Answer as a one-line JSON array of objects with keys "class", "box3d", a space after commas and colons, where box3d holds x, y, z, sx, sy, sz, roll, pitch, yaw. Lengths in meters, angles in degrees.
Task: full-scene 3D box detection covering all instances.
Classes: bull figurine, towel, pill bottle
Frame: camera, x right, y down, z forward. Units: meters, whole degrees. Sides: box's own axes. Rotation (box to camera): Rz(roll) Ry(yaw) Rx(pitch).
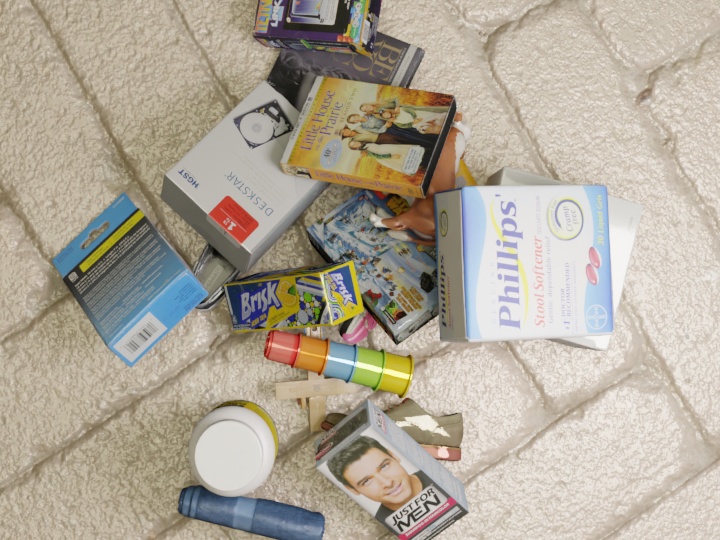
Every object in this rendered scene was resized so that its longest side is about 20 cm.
[{"class": "bull figurine", "box3d": [0.079, -0.123, 1.609, 0.119, 0.065, 0.203, -1, 58, 12]}, {"class": "towel", "box3d": [-0.141, 0.323, 1.651, 0.197, 0.112, 0.049, 14, 78, -1]}, {"class": "pill bottle", "box3d": [-0.163, 0.228, 1.610, 0.110, 0.200, 0.115, 0, 87, -2]}]

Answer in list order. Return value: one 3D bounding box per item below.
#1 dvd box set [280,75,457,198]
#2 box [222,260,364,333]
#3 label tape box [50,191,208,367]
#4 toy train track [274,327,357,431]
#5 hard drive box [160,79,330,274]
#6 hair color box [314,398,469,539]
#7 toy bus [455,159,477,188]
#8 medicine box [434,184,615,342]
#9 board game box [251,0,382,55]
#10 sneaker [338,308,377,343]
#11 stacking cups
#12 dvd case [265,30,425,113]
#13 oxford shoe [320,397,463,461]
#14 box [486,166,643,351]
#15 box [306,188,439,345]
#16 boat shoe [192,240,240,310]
[{"class": "dvd box set", "box3d": [0.011, -0.174, 1.602, 0.197, 0.030, 0.148, 12, 63, 22]}, {"class": "box", "box3d": [-0.089, 0.035, 1.616, 0.064, 0.198, 0.071, -20, 99, -44]}, {"class": "label tape box", "box3d": [-0.310, 0.009, 1.671, 0.144, 0.063, 0.200, -42, 49, -2]}, {"class": "toy train track", "box3d": [-0.064, 0.114, 1.695, 0.113, 0.033, 0.204, -3, 95, -14]}, {"class": "hard drive box", "box3d": [-0.141, -0.124, 1.651, 0.155, 0.077, 0.200, 40, 65, 3]}, {"class": "hair color box", "box3d": [0.041, 0.270, 1.633, 0.099, 0.061, 0.200, -39, 115, 17]}, {"class": "toy bus", "box3d": [0.084, -0.162, 1.700, 0.078, 0.065, 0.202, -31, 89, -3]}, {"class": "medicine box", "box3d": [0.197, -0.009, 1.526, 0.196, 0.103, 0.186, -2, 89, -19]}, {"class": "board game box", "box3d": [-0.049, -0.398, 1.680, 0.163, 0.057, 0.204, 9, 86, 24]}, {"class": "sneaker", "box3d": [0.000, 0.000, 1.682, 0.086, 0.074, 0.203, 17, 73, 13]}, {"class": "stacking cups", "box3d": [-0.029, 0.115, 1.660, 0.197, 0.060, 0.062, 17, 87, -12]}, {"class": "dvd case", "box3d": [-0.028, -0.263, 1.685, 0.198, 0.016, 0.150, 26, 87, 24]}, {"class": "oxford shoe", "box3d": [0.044, 0.207, 1.688, 0.196, 0.070, 0.076, 11, 84, -12]}, {"class": "box", "box3d": [0.248, -0.014, 1.667, 0.196, 0.131, 0.203, 15, 88, -1]}, {"class": "box", "box3d": [0.040, -0.018, 1.612, 0.136, 0.040, 0.200, -34, 60, -11]}, {"class": "boat shoe", "box3d": [-0.174, -0.036, 1.686, 0.071, 0.068, 0.201, 35, 87, 0]}]
